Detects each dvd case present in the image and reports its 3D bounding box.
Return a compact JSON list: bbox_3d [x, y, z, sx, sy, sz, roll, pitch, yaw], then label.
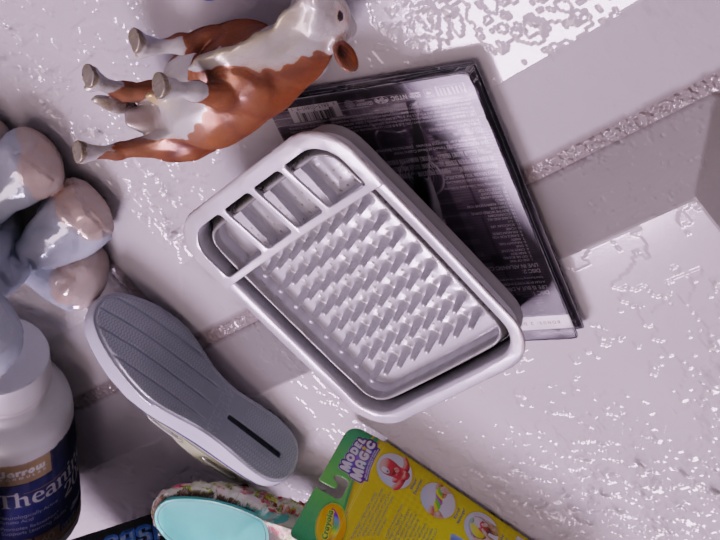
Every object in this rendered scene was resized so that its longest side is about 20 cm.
[{"bbox_3d":[0.042,-0.034,0.986,0.147,0.016,0.201,-5,126,33],"label":"dvd case"}]

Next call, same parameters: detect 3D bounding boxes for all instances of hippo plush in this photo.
[{"bbox_3d":[-0.286,-0.008,1.096,0.198,0.161,0.161,11,134,21],"label":"hippo plush"}]

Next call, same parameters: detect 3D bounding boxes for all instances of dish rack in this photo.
[{"bbox_3d":[0.000,0.000,0.999,0.200,0.044,0.171,46,136,-13],"label":"dish rack"}]

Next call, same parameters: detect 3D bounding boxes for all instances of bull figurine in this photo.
[{"bbox_3d":[-0.088,-0.112,0.927,0.199,0.120,0.066,-32,67,52],"label":"bull figurine"}]

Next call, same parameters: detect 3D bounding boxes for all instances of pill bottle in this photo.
[{"bbox_3d":[-0.284,0.135,1.266,0.110,0.111,0.202,19,136,13],"label":"pill bottle"}]

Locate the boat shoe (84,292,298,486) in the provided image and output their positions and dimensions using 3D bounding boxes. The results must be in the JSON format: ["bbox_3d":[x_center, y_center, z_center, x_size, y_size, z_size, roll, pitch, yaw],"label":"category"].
[{"bbox_3d":[-0.135,0.098,1.174,0.200,0.072,0.062,44,140,-16],"label":"boat shoe"}]

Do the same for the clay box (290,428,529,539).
[{"bbox_3d":[0.046,0.213,1.140,0.199,0.115,0.048,34,139,-1],"label":"clay box"}]

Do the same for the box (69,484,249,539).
[{"bbox_3d":[-0.199,0.257,1.274,0.050,0.198,0.199,61,140,20],"label":"box"}]

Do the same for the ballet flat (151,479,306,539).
[{"bbox_3d":[-0.062,0.202,1.208,0.197,0.064,0.076,17,113,0],"label":"ballet flat"}]
